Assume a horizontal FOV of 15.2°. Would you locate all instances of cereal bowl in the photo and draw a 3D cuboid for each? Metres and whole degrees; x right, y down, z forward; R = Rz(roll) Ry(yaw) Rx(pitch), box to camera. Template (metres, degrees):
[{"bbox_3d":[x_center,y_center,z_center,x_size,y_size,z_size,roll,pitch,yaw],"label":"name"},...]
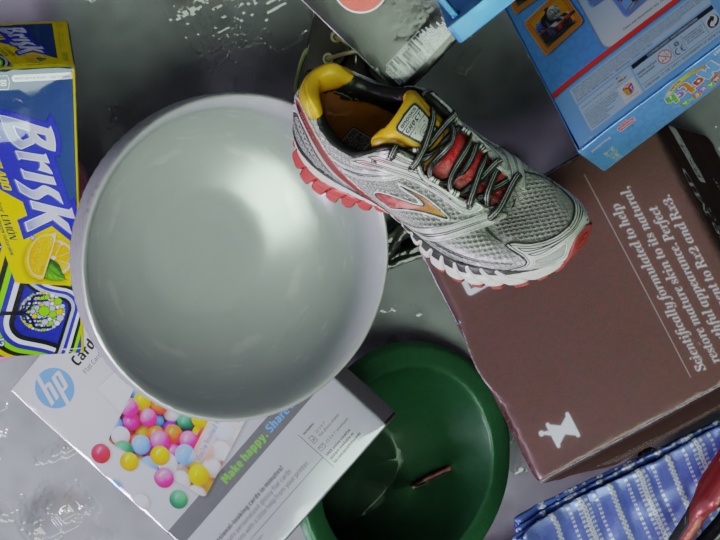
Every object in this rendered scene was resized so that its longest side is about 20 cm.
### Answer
[{"bbox_3d":[-0.088,-0.010,1.653,0.199,0.083,0.201,-2,94,-22],"label":"cereal bowl"}]

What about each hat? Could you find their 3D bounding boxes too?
[{"bbox_3d":[-0.017,0.140,1.871,0.166,0.176,0.200,45,71,-23],"label":"hat"}]

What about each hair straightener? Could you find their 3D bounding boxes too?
[{"bbox_3d":[0.242,0.176,1.750,0.077,0.041,0.200,26,101,-19],"label":"hair straightener"}]

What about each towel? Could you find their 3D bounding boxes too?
[{"bbox_3d":[0.212,0.184,1.777,0.199,0.024,0.145,-26,110,-1],"label":"towel"}]

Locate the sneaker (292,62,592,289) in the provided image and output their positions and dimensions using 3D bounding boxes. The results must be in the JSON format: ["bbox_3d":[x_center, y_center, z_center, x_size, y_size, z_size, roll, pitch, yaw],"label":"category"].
[{"bbox_3d":[0.041,-0.056,1.556,0.199,0.078,0.082,24,154,20],"label":"sneaker"}]

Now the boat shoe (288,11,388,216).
[{"bbox_3d":[-0.004,-0.128,1.686,0.072,0.060,0.202,12,119,-9],"label":"boat shoe"}]

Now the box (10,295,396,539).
[{"bbox_3d":[-0.102,0.085,1.740,0.200,0.041,0.156,43,103,3],"label":"box"}]

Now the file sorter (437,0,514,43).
[{"bbox_3d":[0.063,-0.247,1.535,0.139,0.200,0.123,-38,113,12],"label":"file sorter"}]

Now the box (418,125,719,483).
[{"bbox_3d":[0.165,0.019,1.671,0.164,0.200,0.166,-29,81,15],"label":"box"}]

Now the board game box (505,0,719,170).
[{"bbox_3d":[0.156,-0.180,1.590,0.151,0.200,0.037,-37,144,17],"label":"board game box"}]

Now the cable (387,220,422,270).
[{"bbox_3d":[0.000,0.000,1.767,0.199,0.050,0.097,-13,117,6],"label":"cable"}]

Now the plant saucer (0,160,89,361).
[{"bbox_3d":[-0.266,-0.032,1.731,0.200,0.051,0.201,-2,122,-3],"label":"plant saucer"}]

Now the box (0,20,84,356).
[{"bbox_3d":[-0.205,-0.049,1.655,0.064,0.070,0.201,-4,120,-8],"label":"box"}]

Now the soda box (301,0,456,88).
[{"bbox_3d":[-0.023,-0.198,1.601,0.200,0.071,0.063,44,102,-4],"label":"soda box"}]

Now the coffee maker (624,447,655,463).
[{"bbox_3d":[0.177,0.240,1.894,0.200,0.135,0.192,-33,141,16],"label":"coffee maker"}]
